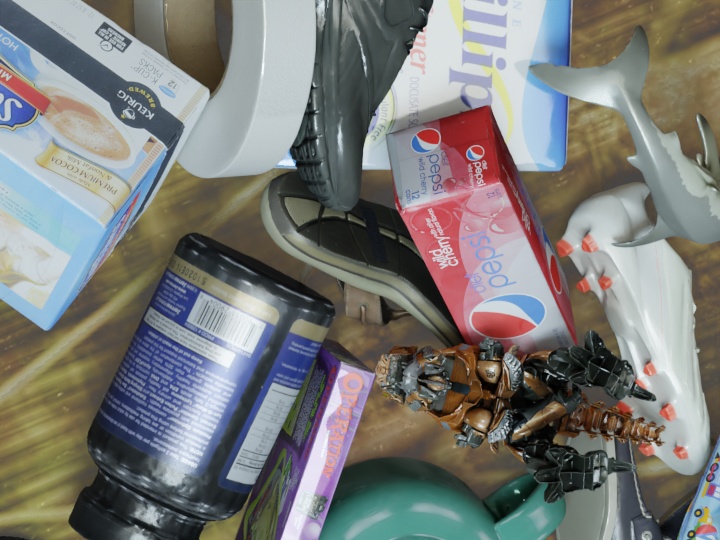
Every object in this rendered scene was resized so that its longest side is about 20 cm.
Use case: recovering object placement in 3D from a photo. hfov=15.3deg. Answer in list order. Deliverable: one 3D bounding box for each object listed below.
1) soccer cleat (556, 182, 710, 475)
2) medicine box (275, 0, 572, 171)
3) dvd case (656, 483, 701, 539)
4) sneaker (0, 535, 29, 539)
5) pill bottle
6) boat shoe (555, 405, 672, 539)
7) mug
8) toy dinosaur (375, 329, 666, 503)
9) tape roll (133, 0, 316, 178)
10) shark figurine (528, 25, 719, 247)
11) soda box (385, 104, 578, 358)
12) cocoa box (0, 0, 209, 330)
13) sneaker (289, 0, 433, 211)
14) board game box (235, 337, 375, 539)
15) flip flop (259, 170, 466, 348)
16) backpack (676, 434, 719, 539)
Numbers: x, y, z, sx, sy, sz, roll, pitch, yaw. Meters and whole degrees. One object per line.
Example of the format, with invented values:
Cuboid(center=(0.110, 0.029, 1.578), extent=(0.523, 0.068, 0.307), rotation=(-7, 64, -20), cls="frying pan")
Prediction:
Cuboid(center=(0.197, 0.038, 1.765), extent=(0.077, 0.069, 0.201), rotation=(-31, 107, -29), cls="soccer cleat")
Cuboid(center=(0.028, -0.157, 1.698), extent=(0.199, 0.103, 0.183), rotation=(0, 97, -7), cls="medicine box")
Cuboid(center=(0.203, 0.261, 1.815), extent=(0.200, 0.016, 0.149), rotation=(-39, 101, -3), cls="dvd case")
Cuboid(center=(-0.174, 0.240, 1.733), extent=(0.199, 0.060, 0.105), rotation=(9, 111, 4), cls="sneaker")
Cuboid(center=(-0.105, 0.088, 1.702), extent=(0.111, 0.112, 0.201), rotation=(26, 92, -10), cls="pill bottle")
Cuboid(center=(0.173, 0.190, 1.773), extent=(0.062, 0.073, 0.201), rotation=(2, 81, -24), cls="boat shoe")
Cuboid(center=(0.035, 0.191, 1.733), extent=(0.152, 0.114, 0.186), rotation=(28, 92, -10), cls="mug")
Cuboid(center=(0.111, 0.079, 1.689), extent=(0.199, 0.136, 0.103), rotation=(-10, 101, -29), cls="toy dinosaur")
Cuboid(center=(-0.085, -0.156, 1.634), extent=(0.037, 0.203, 0.204), rotation=(-6, 98, -26), cls="tape roll")
Cuboid(center=(0.186, -0.050, 1.685), extent=(0.089, 0.129, 0.214), rotation=(-26, 145, 22), cls="shark figurine")
Cuboid(center=(0.079, -0.014, 1.677), extent=(0.070, 0.064, 0.200), rotation=(-15, 143, 11), cls="soda box")
Cuboid(center=(-0.219, -0.090, 1.618), extent=(0.200, 0.133, 0.131), rotation=(35, 52, -1), cls="cocoa box")
Cuboid(center=(0.000, -0.135, 1.611), extent=(0.090, 0.076, 0.201), rotation=(-3, 101, -17), cls="sneaker")
Cuboid(center=(-0.045, 0.146, 1.714), extent=(0.032, 0.120, 0.201), rotation=(19, 94, -10), cls="board game box")
Cuboid(center=(0.000, 0.000, 1.705), extent=(0.057, 0.081, 0.200), rotation=(-35, 140, 27), cls="flip flop")
Cuboid(center=(0.312, 0.190, 1.755), extent=(0.200, 0.134, 0.183), rotation=(43, 63, -49), cls="backpack")
